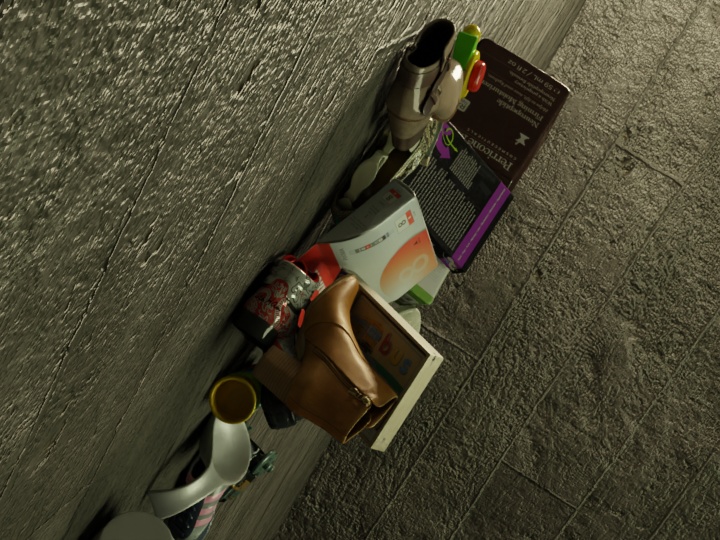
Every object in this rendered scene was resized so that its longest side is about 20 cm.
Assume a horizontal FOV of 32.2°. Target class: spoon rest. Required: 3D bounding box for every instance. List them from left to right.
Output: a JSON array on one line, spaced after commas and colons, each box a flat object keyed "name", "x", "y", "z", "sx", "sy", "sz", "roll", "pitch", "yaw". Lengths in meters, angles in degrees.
[{"name": "spoon rest", "x": -0.192, "y": 0.249, "z": 1.598, "sx": 0.200, "sy": 0.060, "sz": 0.100, "roll": -44, "pitch": 120, "yaw": -56}]

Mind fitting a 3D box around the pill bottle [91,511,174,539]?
[{"name": "pill bottle", "x": -0.259, "y": 0.346, "z": 1.402, "sx": 0.112, "sy": 0.112, "sz": 0.200, "roll": -53, "pitch": 173, "yaw": -35}]

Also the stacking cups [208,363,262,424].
[{"name": "stacking cups", "x": -0.147, "y": 0.148, "z": 1.612, "sx": 0.061, "sy": 0.060, "sz": 0.200, "roll": -59, "pitch": 178, "yaw": 8}]

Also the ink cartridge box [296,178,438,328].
[{"name": "ink cartridge box", "x": 0.000, "y": 0.000, "z": 1.560, "sx": 0.200, "sy": 0.050, "sz": 0.163, "roll": -42, "pitch": 147, "yaw": -13}]

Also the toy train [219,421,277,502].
[{"name": "toy train", "x": -0.186, "y": 0.289, "z": 1.849, "sx": 0.114, "sy": 0.085, "sz": 0.200, "roll": -44, "pitch": 173, "yaw": -9}]

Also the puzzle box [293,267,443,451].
[{"name": "puzzle box", "x": 0.003, "y": 0.101, "z": 1.471, "sx": 0.025, "sy": 0.200, "sz": 0.134, "roll": 21, "pitch": 105, "yaw": -43}]

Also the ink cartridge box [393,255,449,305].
[{"name": "ink cartridge box", "x": 0.072, "y": -0.073, "z": 1.712, "sx": 0.076, "sy": 0.148, "sz": 0.201, "roll": -5, "pitch": -129, "yaw": 59}]

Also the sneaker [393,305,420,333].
[{"name": "sneaker", "x": 0.006, "y": 0.086, "z": 1.677, "sx": 0.200, "sy": 0.084, "sz": 0.076, "roll": -18, "pitch": 116, "yaw": -55}]

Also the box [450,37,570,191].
[{"name": "box", "x": 0.198, "y": -0.216, "z": 1.954, "sx": 0.201, "sy": 0.165, "sz": 0.164, "roll": -56, "pitch": 174, "yaw": -23}]

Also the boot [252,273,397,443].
[{"name": "boot", "x": -0.014, "y": 0.102, "z": 1.416, "sx": 0.201, "sy": 0.144, "sz": 0.071, "roll": -47, "pitch": 165, "yaw": -40}]

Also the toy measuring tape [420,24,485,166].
[{"name": "toy measuring tape", "x": 0.116, "y": -0.228, "z": 1.639, "sx": 0.074, "sy": 0.073, "sz": 0.201, "roll": 55, "pitch": 55, "yaw": -83}]

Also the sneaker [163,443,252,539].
[{"name": "sneaker", "x": -0.229, "y": 0.307, "z": 1.714, "sx": 0.201, "sy": 0.070, "sz": 0.082, "roll": -61, "pitch": 157, "yaw": -1}]

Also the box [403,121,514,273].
[{"name": "box", "x": 0.106, "y": -0.115, "z": 1.670, "sx": 0.036, "sy": 0.200, "sz": 0.143, "roll": -6, "pitch": -138, "yaw": 55}]

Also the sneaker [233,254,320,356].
[{"name": "sneaker", "x": -0.089, "y": 0.046, "z": 1.476, "sx": 0.108, "sy": 0.067, "sz": 0.201, "roll": -54, "pitch": 170, "yaw": -8}]

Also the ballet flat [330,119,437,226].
[{"name": "ballet flat", "x": 0.031, "y": -0.137, "z": 1.552, "sx": 0.200, "sy": 0.068, "sz": 0.075, "roll": -53, "pitch": 164, "yaw": -10}]

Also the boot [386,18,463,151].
[{"name": "boot", "x": 0.088, "y": -0.240, "z": 1.493, "sx": 0.147, "sy": 0.070, "sz": 0.201, "roll": 102, "pitch": 13, "yaw": -50}]

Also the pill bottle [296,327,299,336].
[{"name": "pill bottle", "x": -0.054, "y": 0.129, "z": 1.905, "sx": 0.114, "sy": 0.113, "sz": 0.201, "roll": -51, "pitch": 170, "yaw": -45}]

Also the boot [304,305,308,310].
[{"name": "boot", "x": 0.003, "y": 0.046, "z": 1.766, "sx": 0.155, "sy": 0.072, "sz": 0.201, "roll": -52, "pitch": 131, "yaw": -30}]

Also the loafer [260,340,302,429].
[{"name": "loafer", "x": -0.087, "y": 0.128, "z": 1.596, "sx": 0.201, "sy": 0.070, "sz": 0.068, "roll": -95, "pitch": 171, "yaw": -58}]
